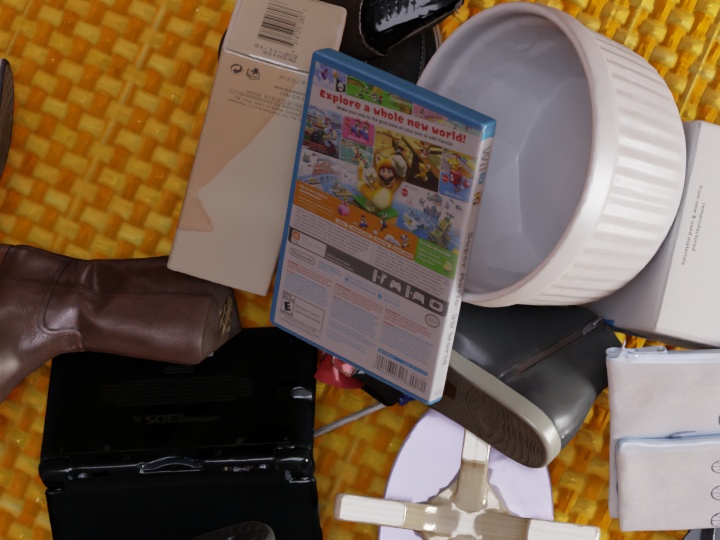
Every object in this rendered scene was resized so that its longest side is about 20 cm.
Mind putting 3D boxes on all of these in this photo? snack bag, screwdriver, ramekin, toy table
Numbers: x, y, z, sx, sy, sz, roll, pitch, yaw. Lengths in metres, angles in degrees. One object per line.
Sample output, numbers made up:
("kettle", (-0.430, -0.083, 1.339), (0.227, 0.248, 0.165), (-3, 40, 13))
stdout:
("snack bag", (0.261, 0.115, 1.585), (0.187, 0.201, 0.021), (-1, 50, 6))
("screwdriver", (0.013, 0.104, 1.709), (0.199, 0.028, 0.029), (-29, 82, 5))
("ramekin", (0.123, -0.070, 1.546), (0.105, 0.200, 0.202), (11, 84, -38))
("toy table", (0.076, 0.182, 1.651), (0.183, 0.117, 0.201), (-4, 84, 3))

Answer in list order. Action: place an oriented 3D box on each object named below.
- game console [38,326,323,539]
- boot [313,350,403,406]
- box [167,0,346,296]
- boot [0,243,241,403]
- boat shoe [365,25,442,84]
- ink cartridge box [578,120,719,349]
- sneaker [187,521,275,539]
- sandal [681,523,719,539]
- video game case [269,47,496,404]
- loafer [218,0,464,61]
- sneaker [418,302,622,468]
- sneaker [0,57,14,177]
("game console", (-0.125, 0.146, 1.710), (0.199, 0.117, 0.177), (-3, 54, 7))
("boot", (0.000, 0.000, 1.643), (0.144, 0.072, 0.200), (-44, 122, -12))
("box", (-0.074, -0.090, 1.638), (0.077, 0.095, 0.201), (15, 128, -3))
("boot", (-0.191, 0.060, 1.677), (0.199, 0.064, 0.187), (5, 60, 6))
("boat shoe", (0.014, -0.105, 1.702), (0.072, 0.071, 0.201), (15, 85, 5))
("ink cartridge box", (0.276, -0.009, 1.611), (0.199, 0.147, 0.146), (14, 87, -18))
("sneaker", (-0.141, 0.258, 1.664), (0.198, 0.076, 0.115), (-15, 108, 7))
("sandal", (0.273, 0.190, 1.673), (0.076, 0.043, 0.201), (22, 86, 5))
("video game case", (0.012, -0.029, 1.532), (0.143, 0.018, 0.201), (26, 119, 31))
("loafer", (-0.011, -0.180, 1.658), (0.199, 0.071, 0.073), (-27, 115, 7))
("sneaker", (0.080, 0.042, 1.597), (0.200, 0.075, 0.106), (38, 58, 16))
("sneaker", (-0.340, -0.072, 1.718), (0.145, 0.077, 0.204), (14, 87, 2))
